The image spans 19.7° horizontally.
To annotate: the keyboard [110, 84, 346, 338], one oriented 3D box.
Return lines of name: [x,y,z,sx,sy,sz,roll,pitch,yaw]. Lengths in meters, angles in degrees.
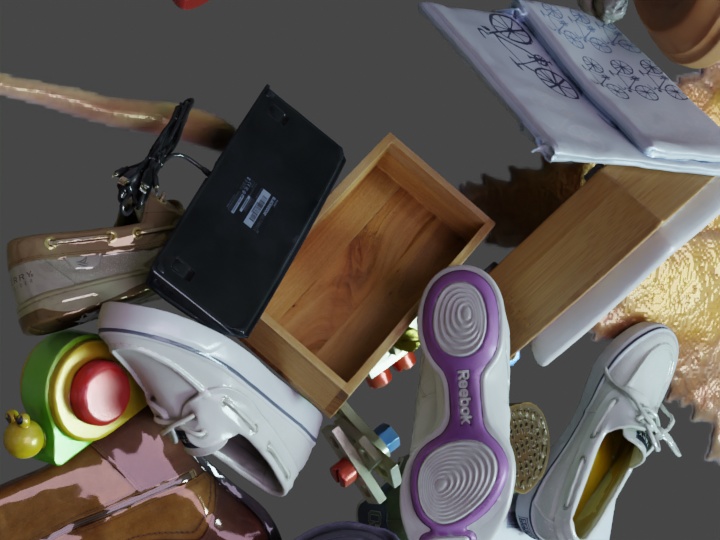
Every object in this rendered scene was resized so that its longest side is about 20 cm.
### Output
keyboard: [-0.090,-0.051,1.330,0.127,0.021,0.200,39,44,-11]

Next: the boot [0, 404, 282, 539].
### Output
boot: [-0.156,0.191,1.355,0.200,0.068,0.189,-34,117,-25]

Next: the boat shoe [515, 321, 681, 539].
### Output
boat shoe: [0.203,0.126,1.586,0.202,0.086,0.075,-51,124,-22]

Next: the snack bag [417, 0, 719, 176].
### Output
snack bag: [0.153,-0.133,1.449,0.199,0.189,0.021,2,129,-39]

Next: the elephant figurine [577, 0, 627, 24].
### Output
elephant figurine: [0.164,-0.243,1.417,0.141,0.200,0.156,4,96,-35]

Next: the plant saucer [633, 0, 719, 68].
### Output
plant saucer: [0.240,-0.247,1.483,0.037,0.200,0.201,6,96,-17]

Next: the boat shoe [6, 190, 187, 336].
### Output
boat shoe: [-0.135,-0.016,1.328,0.200,0.074,0.067,-18,85,-39]

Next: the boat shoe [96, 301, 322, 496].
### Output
boat shoe: [-0.099,0.084,1.309,0.200,0.072,0.066,42,59,-49]

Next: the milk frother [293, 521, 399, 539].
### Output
milk frother: [0.040,0.288,1.387,0.188,0.199,0.181,52,54,-63]

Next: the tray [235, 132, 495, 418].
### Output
tray: [0.000,0.000,1.384,0.099,0.037,0.200,40,48,2]

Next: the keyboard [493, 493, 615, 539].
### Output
keyboard: [0.119,0.199,1.592,0.199,0.011,0.057,4,91,-37]

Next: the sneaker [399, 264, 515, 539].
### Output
sneaker: [0.073,0.100,1.371,0.100,0.075,0.201,25,71,-79]

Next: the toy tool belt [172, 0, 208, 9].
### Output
toy tool belt: [-0.071,-0.256,1.316,0.200,0.125,0.123,-32,85,-30]

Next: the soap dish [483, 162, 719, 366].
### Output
soap dish: [0.178,-0.025,1.469,0.081,0.157,0.200,48,30,4]

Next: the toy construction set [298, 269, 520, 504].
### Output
toy construction set: [0.029,0.066,1.457,0.200,0.092,0.131,-45,122,-33]

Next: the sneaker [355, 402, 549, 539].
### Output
sneaker: [0.064,0.147,1.504,0.200,0.090,0.067,-33,112,-61]

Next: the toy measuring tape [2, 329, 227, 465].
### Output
toy measuring tape: [-0.156,0.053,1.334,0.200,0.073,0.074,-38,119,-35]
